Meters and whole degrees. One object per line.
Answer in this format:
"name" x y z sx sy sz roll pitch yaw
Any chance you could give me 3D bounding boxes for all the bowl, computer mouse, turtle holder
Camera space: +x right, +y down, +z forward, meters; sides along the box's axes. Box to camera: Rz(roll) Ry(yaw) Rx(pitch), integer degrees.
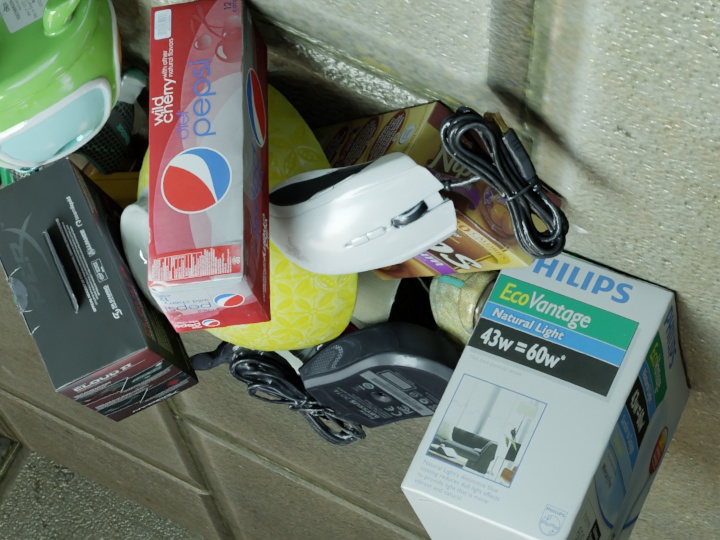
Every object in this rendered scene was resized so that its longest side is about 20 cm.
"bowl" -0.100 -0.026 1.391 0.200 0.107 0.201 42 144 40
"computer mouse" 0.021 -0.033 1.253 0.199 0.044 0.110 -15 125 30
"turtle holder" -0.239 -0.124 1.345 0.140 0.186 0.132 24 157 31
"computer mouse" 0.006 0.075 1.553 0.199 0.053 0.138 -13 139 45

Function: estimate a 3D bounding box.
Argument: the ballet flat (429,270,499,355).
"ballet flat" 0.101 0.059 1.564 0.070 0.071 0.200 18 155 31

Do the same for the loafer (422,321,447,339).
"loafer" 0.093 0.097 1.686 0.063 0.072 0.200 21 165 42

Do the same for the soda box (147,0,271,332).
"soda box" -0.094 -0.067 1.261 0.063 0.202 0.070 -6 154 10

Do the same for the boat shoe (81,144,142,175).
"boat shoe" -0.204 -0.064 1.685 0.070 0.071 0.200 38 171 -7

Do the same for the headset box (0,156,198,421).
"headset box" -0.193 0.016 1.437 0.200 0.075 0.150 58 -173 -77

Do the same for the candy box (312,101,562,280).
"candy box" 0.032 -0.050 1.368 0.116 0.057 0.200 36 160 -22

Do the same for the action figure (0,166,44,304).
"action figure" -0.271 -0.081 1.641 0.118 0.054 0.201 -110 13 -58

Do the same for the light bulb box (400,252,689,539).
"light bulb box" 0.138 0.118 1.438 0.124 0.201 0.198 20 162 20

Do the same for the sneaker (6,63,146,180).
"sneaker" -0.255 -0.108 1.455 0.198 0.092 0.078 2 -168 -8

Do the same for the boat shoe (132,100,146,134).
"boat shoe" -0.256 -0.148 1.516 0.199 0.069 0.072 35 162 -21

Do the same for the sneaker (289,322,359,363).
"sneaker" -0.007 0.070 1.673 0.084 0.077 0.200 45 -168 31

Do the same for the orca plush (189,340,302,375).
"orca plush" -0.071 0.051 1.728 0.071 0.199 0.106 45 132 31

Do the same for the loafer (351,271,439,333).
"loafer" 0.000 0.000 1.547 0.068 0.076 0.200 12 166 40

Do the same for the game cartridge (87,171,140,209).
"game cartridge" -0.122 -0.027 1.615 0.175 0.033 0.200 -2 154 11
